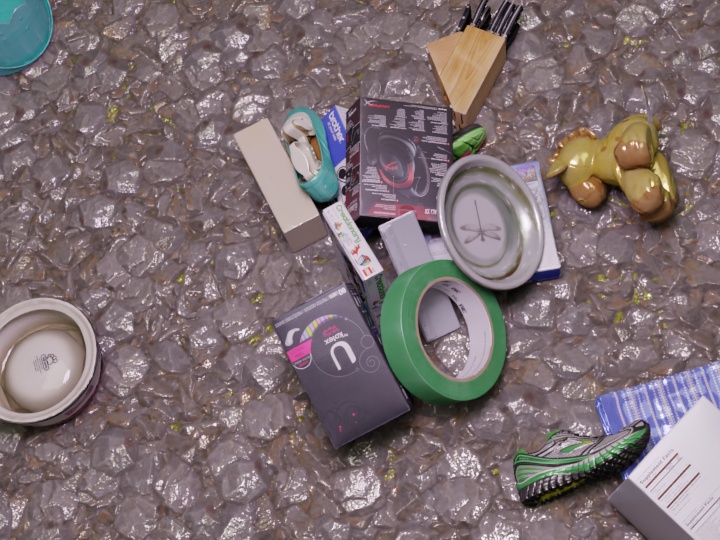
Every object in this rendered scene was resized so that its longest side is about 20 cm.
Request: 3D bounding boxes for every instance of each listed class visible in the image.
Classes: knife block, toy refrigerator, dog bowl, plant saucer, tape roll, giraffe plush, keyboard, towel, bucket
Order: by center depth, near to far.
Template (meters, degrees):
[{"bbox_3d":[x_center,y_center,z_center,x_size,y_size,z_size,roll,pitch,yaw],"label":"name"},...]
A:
[{"bbox_3d":[0.439,0.213,1.585,0.199,0.024,0.145,-16,66,2],"label":"towel"},{"bbox_3d":[0.118,0.087,1.610,0.048,0.200,0.201,-19,55,48],"label":"tape roll"},{"bbox_3d":[0.177,-0.065,1.651,0.199,0.050,0.201,11,70,-34],"label":"plant saucer"},{"bbox_3d":[0.087,0.011,1.663,0.056,0.201,0.011,-27,23,-8],"label":"keyboard"},{"bbox_3d":[0.364,-0.156,1.703,0.162,0.172,0.201,-15,74,26],"label":"giraffe plush"},{"bbox_3d":[-0.483,0.147,1.741,0.199,0.074,0.201,-4,65,8],"label":"dog bowl"},{"bbox_3d":[-0.124,-0.136,1.805,0.070,0.076,0.200,-28,64,-3],"label":"toy refrigerator"},{"bbox_3d":[0.203,-0.340,1.847,0.175,0.064,0.201,-20,65,1],"label":"knife block"},{"bbox_3d":[-0.641,-0.448,1.997,0.206,0.135,0.208,-4,66,9],"label":"bucket"}]

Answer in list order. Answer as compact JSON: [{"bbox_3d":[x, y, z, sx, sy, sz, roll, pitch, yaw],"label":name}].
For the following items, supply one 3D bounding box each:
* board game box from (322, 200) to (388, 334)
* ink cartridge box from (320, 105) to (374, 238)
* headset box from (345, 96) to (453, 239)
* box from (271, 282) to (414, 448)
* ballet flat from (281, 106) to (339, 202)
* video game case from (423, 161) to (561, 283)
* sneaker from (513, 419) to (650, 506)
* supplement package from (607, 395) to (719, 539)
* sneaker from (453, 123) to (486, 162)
[{"bbox_3d":[0.000,0.000,1.655,0.035,0.200,0.127,-28,65,-6],"label":"board game box"},{"bbox_3d":[-0.022,-0.149,1.785,0.094,0.044,0.201,-41,58,32],"label":"ink cartridge box"},{"bbox_3d":[0.056,-0.142,1.682,0.148,0.075,0.201,4,77,-18],"label":"headset box"},{"bbox_3d":[-0.023,0.131,1.613,0.122,0.106,0.201,-29,87,5],"label":"box"},{"bbox_3d":[-0.085,-0.193,1.762,0.067,0.070,0.201,-33,53,16],"label":"ballet flat"},{"bbox_3d":[0.188,-0.061,1.736,0.199,0.045,0.182,-10,67,5],"label":"video game case"},{"bbox_3d":[0.297,0.244,1.555,0.199,0.078,0.085,-23,60,10],"label":"sneaker"},{"bbox_3d":[0.444,0.296,1.444,0.147,0.191,0.200,-43,73,-11],"label":"supplement package"},{"bbox_3d":[0.101,-0.192,1.792,0.199,0.077,0.084,-21,69,-1],"label":"sneaker"}]
